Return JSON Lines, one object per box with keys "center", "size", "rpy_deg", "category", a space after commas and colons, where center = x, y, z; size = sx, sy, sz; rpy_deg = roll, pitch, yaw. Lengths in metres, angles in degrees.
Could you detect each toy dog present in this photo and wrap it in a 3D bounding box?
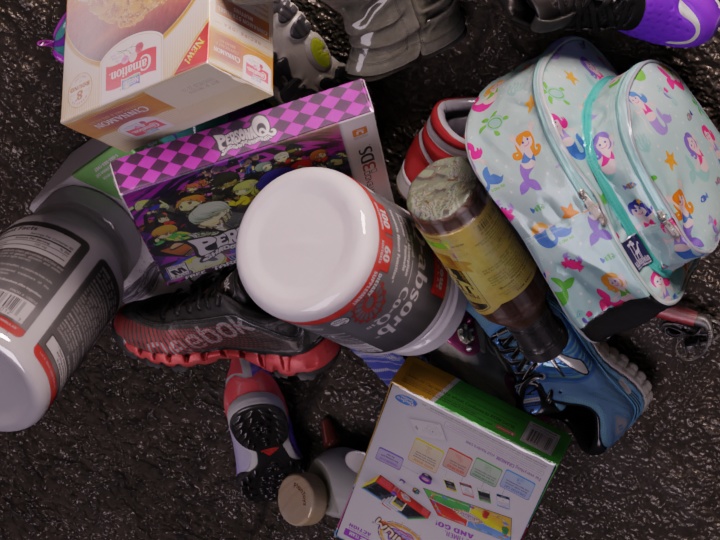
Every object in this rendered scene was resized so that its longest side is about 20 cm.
{"center": [0.017, 0.179, 1.839], "size": [0.200, 0.132, 0.096], "rpy_deg": [-7, 87, 25], "category": "toy dog"}

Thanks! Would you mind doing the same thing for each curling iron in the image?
{"center": [0.198, 0.028, 1.659], "size": [0.200, 0.026, 0.050], "rpy_deg": [18, 132, 12], "category": "curling iron"}

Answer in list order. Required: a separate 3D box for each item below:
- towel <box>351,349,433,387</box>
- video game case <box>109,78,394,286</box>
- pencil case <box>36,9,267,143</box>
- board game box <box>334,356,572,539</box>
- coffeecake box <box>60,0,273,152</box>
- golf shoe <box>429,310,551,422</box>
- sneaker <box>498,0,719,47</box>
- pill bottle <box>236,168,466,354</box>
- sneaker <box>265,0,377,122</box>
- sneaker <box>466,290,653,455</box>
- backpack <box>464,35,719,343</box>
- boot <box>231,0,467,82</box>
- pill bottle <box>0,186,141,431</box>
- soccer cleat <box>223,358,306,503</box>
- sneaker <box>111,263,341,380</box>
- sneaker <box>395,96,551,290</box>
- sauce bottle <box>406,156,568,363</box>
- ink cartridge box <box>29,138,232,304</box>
{"center": [0.052, 0.108, 1.758], "size": [0.200, 0.024, 0.145], "rpy_deg": [46, 166, -15], "category": "towel"}
{"center": [-0.078, -0.065, 1.568], "size": [0.200, 0.036, 0.181], "rpy_deg": [-18, 156, -2], "category": "video game case"}
{"center": [-0.157, -0.146, 1.634], "size": [0.200, 0.092, 0.085], "rpy_deg": [44, 176, -6], "category": "pencil case"}
{"center": [0.074, 0.183, 1.705], "size": [0.153, 0.040, 0.200], "rpy_deg": [27, 131, 8], "category": "board game box"}
{"center": [-0.142, -0.208, 1.500], "size": [0.153, 0.200, 0.073], "rpy_deg": [-17, 154, 36], "category": "coffeecake box"}
{"center": [0.081, 0.063, 1.720], "size": [0.092, 0.075, 0.200], "rpy_deg": [-24, 113, 44], "category": "golf shoe"}
{"center": [0.153, -0.194, 1.434], "size": [0.200, 0.100, 0.070], "rpy_deg": [25, 137, 6], "category": "sneaker"}
{"center": [0.000, 0.000, 1.558], "size": [0.116, 0.116, 0.200], "rpy_deg": [0, 167, 27], "category": "pill bottle"}
{"center": [-0.052, -0.155, 1.607], "size": [0.080, 0.078, 0.200], "rpy_deg": [34, 161, 53], "category": "sneaker"}
{"center": [0.152, 0.075, 1.663], "size": [0.200, 0.090, 0.078], "rpy_deg": [41, 153, -14], "category": "sneaker"}
{"center": [0.175, -0.072, 1.480], "size": [0.151, 0.178, 0.200], "rpy_deg": [-36, 98, 35], "category": "backpack"}
{"center": [-0.005, -0.189, 1.470], "size": [0.068, 0.200, 0.131], "rpy_deg": [46, 147, 44], "category": "boot"}
{"center": [-0.262, 0.027, 1.648], "size": [0.116, 0.200, 0.116], "rpy_deg": [14, 132, 16], "category": "pill bottle"}
{"center": [-0.092, 0.151, 1.898], "size": [0.068, 0.073, 0.200], "rpy_deg": [-11, 146, -2], "category": "soccer cleat"}
{"center": [-0.117, 0.033, 1.674], "size": [0.200, 0.071, 0.098], "rpy_deg": [3, 129, 19], "category": "sneaker"}
{"center": [0.130, -0.062, 1.584], "size": [0.200, 0.071, 0.113], "rpy_deg": [27, 139, 6], "category": "sneaker"}
{"center": [0.103, -0.001, 1.544], "size": [0.065, 0.065, 0.200], "rpy_deg": [-7, 138, 31], "category": "sauce bottle"}
{"center": [-0.159, -0.035, 1.743], "size": [0.200, 0.084, 0.145], "rpy_deg": [46, 133, -16], "category": "ink cartridge box"}
